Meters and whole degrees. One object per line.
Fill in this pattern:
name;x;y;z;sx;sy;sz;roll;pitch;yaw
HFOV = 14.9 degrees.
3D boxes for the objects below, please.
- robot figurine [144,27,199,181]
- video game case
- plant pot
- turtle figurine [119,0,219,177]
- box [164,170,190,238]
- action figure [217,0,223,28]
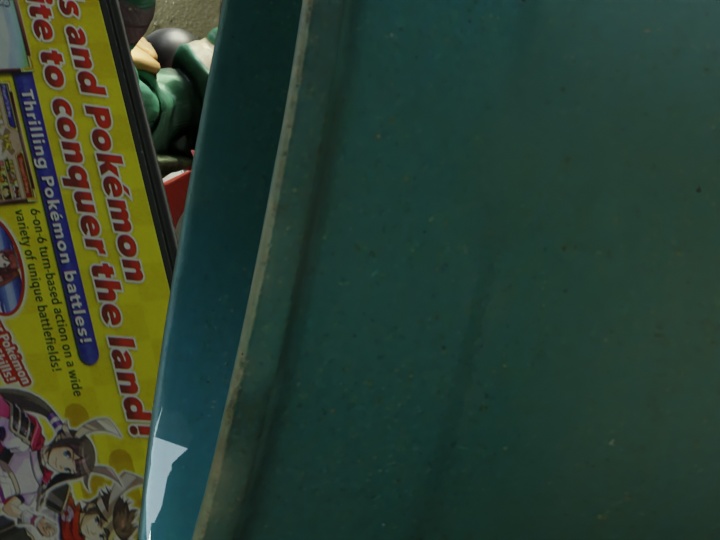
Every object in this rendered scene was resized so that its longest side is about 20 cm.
robot figurine;-0.109;-0.004;0.995;0.150;0.125;0.200;-19;-31;16
video game case;-0.120;-0.006;0.603;0.180;0.201;0.025;-6;-13;-39
plant pot;0.065;-0.006;0.529;0.187;0.201;0.200;10;0;-8
turtle figurine;-0.091;-0.063;0.750;0.199;0.101;0.150;-2;1;-24
box;0.000;0.000;0.845;0.200;0.095;0.103;-22;0;43
action figure;0.035;0.002;0.703;0.193;0.200;0.105;28;-26;19
